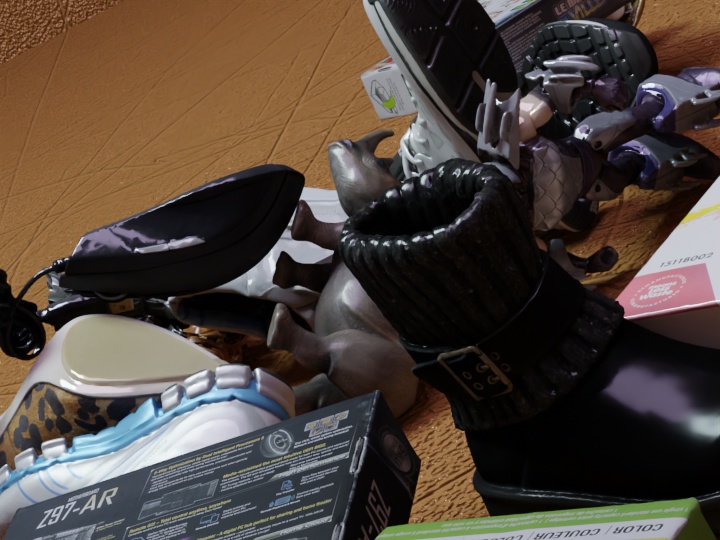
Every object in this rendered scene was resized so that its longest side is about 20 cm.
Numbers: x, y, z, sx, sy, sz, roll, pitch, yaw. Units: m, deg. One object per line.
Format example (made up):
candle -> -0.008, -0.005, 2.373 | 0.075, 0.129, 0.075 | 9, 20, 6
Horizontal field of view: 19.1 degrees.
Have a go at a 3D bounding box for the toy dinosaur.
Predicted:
toy dinosaur -> -0.117, 0.034, 1.300 | 0.135, 0.103, 0.200 | -11, -7, -6

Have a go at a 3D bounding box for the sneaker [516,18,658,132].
sneaker -> 0.148, -0.118, 1.304 | 0.087, 0.076, 0.200 | -25, -4, -18

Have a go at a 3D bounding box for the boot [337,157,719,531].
boot -> 0.094, 0.026, 0.873 | 0.211, 0.158, 0.079 | -11, 22, 42

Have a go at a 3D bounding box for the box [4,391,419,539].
box -> -0.081, 0.141, 0.928 | 0.199, 0.044, 0.160 | -20, 26, 21

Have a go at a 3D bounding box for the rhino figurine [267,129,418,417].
rhino figurine -> 0.000, 0.000, 1.150 | 0.060, 0.087, 0.201 | 117, 168, -50

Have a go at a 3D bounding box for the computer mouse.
computer mouse -> -0.118, 0.007, 1.174 | 0.199, 0.046, 0.140 | -20, -14, -6

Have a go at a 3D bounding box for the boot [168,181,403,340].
boot -> -0.011, 0.003, 1.236 | 0.199, 0.074, 0.096 | 2, 49, 15

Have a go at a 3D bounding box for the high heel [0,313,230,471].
high heel -> -0.146, 0.098, 1.148 | 0.199, 0.143, 0.072 | 1, 34, 15

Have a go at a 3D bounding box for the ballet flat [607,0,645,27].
ballet flat -> 0.134, -0.153, 1.491 | 0.200, 0.069, 0.063 | -42, -7, -42

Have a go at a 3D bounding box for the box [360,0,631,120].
box -> 0.105, -0.164, 1.416 | 0.200, 0.035, 0.110 | -34, 16, -31

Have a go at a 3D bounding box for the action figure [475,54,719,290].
action figure -> 0.125, -0.059, 1.150 | 0.069, 0.131, 0.200 | 30, 37, 36

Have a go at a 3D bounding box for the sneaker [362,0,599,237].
sneaker -> 0.039, -0.085, 1.237 | 0.115, 0.201, 0.076 | -17, 34, 40

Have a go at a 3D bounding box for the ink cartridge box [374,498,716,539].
ink cartridge box -> 0.025, 0.165, 0.702 | 0.147, 0.076, 0.200 | -12, 21, 41

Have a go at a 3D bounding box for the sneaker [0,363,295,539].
sneaker -> -0.119, 0.124, 1.068 | 0.200, 0.075, 0.087 | -31, 41, 23

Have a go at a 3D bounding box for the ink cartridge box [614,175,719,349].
ink cartridge box -> 0.206, -0.009, 0.967 | 0.116, 0.068, 0.200 | -12, 22, 40
